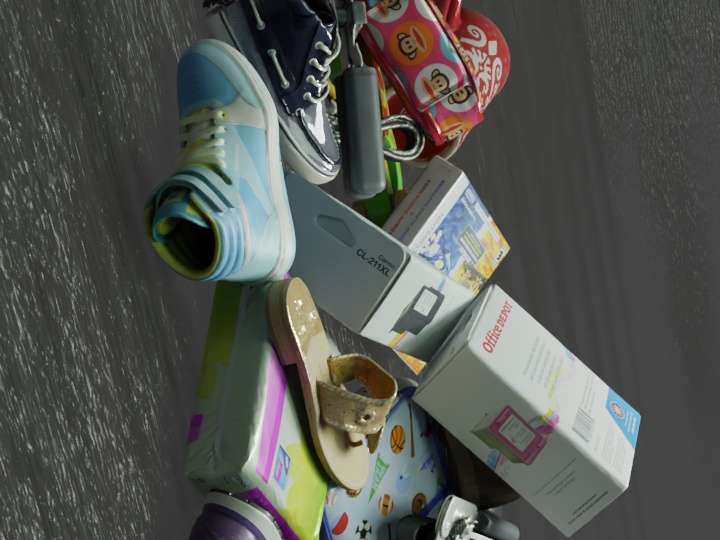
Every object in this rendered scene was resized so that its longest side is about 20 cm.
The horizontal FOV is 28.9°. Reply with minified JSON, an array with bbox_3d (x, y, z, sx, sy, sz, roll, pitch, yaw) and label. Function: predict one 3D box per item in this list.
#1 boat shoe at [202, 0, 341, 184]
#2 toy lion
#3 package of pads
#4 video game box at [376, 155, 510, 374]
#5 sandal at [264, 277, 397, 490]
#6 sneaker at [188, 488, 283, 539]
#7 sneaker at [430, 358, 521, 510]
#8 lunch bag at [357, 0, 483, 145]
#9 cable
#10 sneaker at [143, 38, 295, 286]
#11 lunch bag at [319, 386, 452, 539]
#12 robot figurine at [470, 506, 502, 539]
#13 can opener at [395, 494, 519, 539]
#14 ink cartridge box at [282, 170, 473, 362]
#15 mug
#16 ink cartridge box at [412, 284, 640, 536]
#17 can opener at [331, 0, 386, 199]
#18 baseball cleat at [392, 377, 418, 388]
[{"bbox_3d":[-0.049,-0.171,1.207,0.201,0.092,0.075,57,28,-24],"label":"boat shoe"},{"bbox_3d":[0.006,-0.161,1.495,0.192,0.068,0.201,-87,161,-47],"label":"toy lion"},{"bbox_3d":[-0.074,0.113,1.143,0.155,0.068,0.201,60,30,-49],"label":"package of pads"},{"bbox_3d":[0.069,-0.001,1.489,0.183,0.047,0.200,-51,150,-5],"label":"video game box"},{"bbox_3d":[-0.007,0.095,1.125,0.078,0.069,0.213,-68,142,-51],"label":"sandal"},{"bbox_3d":[-0.091,0.254,1.079,0.088,0.075,0.200,-61,144,-28],"label":"sneaker"},{"bbox_3d":[0.116,0.162,1.393,0.201,0.075,0.071,-103,-170,-51],"label":"sneaker"},{"bbox_3d":[0.054,-0.235,1.449,0.201,0.082,0.176,59,6,-12],"label":"lunch bag"},{"bbox_3d":[-0.012,-0.137,1.328,0.199,0.050,0.098,22,66,-32],"label":"cable"},{"bbox_3d":[-0.120,-0.084,1.067,0.130,0.079,0.201,-9,81,-61],"label":"sneaker"},{"bbox_3d":[0.010,0.205,1.276,0.200,0.075,0.161,-37,118,-46],"label":"lunch bag"},{"bbox_3d":[0.091,0.231,1.509,0.150,0.124,0.201,43,43,-48],"label":"robot figurine"},{"bbox_3d":[0.096,0.241,1.294,0.200,0.066,0.053,33,72,-60],"label":"can opener"},{"bbox_3d":[0.000,0.000,1.262,0.083,0.145,0.200,-55,157,3],"label":"ink cartridge box"},{"bbox_3d":[0.081,-0.231,1.646,0.178,0.133,0.200,60,31,-20],"label":"mug"},{"bbox_3d":[0.159,0.127,1.319,0.200,0.085,0.145,43,27,-3],"label":"ink cartridge box"},{"bbox_3d":[-0.020,-0.166,1.281,0.053,0.066,0.202,159,-73,-73],"label":"can opener"},{"bbox_3d":[0.024,0.166,1.411,0.201,0.069,0.107,-77,154,-45],"label":"baseball cleat"}]
